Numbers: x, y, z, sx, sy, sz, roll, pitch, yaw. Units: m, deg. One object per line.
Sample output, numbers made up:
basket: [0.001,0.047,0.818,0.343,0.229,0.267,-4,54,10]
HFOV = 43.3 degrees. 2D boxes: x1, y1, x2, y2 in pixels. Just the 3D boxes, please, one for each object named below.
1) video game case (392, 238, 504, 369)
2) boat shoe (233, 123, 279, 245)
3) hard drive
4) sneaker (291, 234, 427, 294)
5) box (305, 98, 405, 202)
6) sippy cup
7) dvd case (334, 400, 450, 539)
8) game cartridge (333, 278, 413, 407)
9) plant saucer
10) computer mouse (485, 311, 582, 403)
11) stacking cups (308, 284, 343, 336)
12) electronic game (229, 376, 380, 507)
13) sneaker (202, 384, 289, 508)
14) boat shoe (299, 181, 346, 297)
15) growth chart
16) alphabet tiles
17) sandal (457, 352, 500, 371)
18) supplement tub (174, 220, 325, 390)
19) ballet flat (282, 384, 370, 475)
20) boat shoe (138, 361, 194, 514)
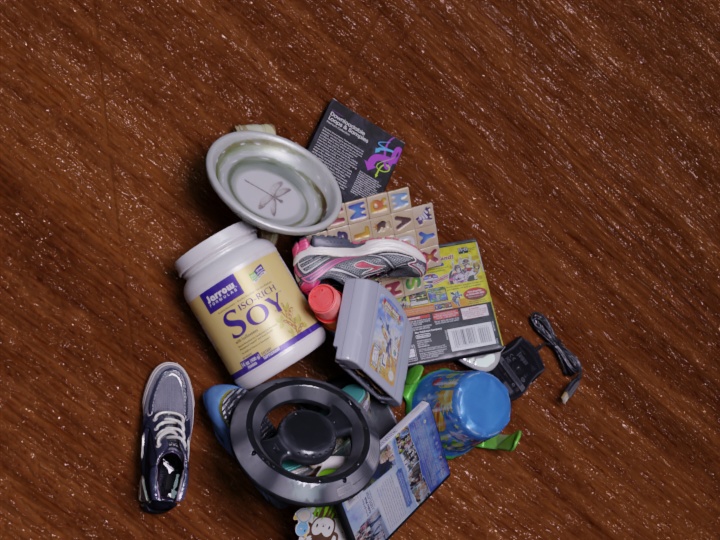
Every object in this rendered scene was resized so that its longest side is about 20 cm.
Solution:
video game case: [0.104,0.053,1.395,0.198,0.026,0.182,-10,73,-8]
boat shoe: [-0.153,-0.126,1.351,0.062,0.073,0.201,0,65,-18]
hard drive: [0.000,0.249,1.324,0.134,0.042,0.201,-22,85,-28]
sneaker: [0.000,0.000,1.286,0.198,0.081,0.075,0,67,-18]
box: [-0.026,-0.154,1.431,0.142,0.036,0.201,30,67,-14]
sippy cup: [0.154,0.207,1.356,0.177,0.130,0.141,-1,75,-24]
dvd case: [0.046,0.296,1.271,0.200,0.017,0.143,-38,125,-32]
game cartridge: [0.023,0.096,1.258,0.200,0.041,0.134,48,50,-55]
plant saucer: [-0.125,-0.111,1.264,0.199,0.050,0.201,18,41,-17]
computer mouse: [0.277,0.172,1.472,0.141,0.046,0.200,49,51,0]
stacking cups: [-0.024,0.069,1.271,0.060,0.200,0.061,-3,73,12]
electronic game: [-0.071,0.217,1.173,0.198,0.042,0.201,11,40,-9]
sneaker: [-0.152,0.240,1.254,0.066,0.078,0.201,-41,113,-33]
boat shoe: [-0.054,-0.041,1.350,0.074,0.062,0.202,-1,96,-16]
growth chart: [-0.036,0.342,1.231,0.144,0.018,0.202,-1,102,-44]
alphabet tiles: [0.022,-0.029,1.343,0.199,0.006,0.168,-15,111,-13]
sandal: [0.136,0.082,1.429,0.202,0.050,0.083,40,72,6]
supplement tub: [-0.154,0.047,1.254,0.145,0.145,0.201,-31,90,-28]
ballet flat: [-0.057,0.239,1.242,0.200,0.072,0.072,-37,92,-29]
boat shoe: [-0.249,0.215,1.193,0.074,0.093,0.202,6,73,-23]
